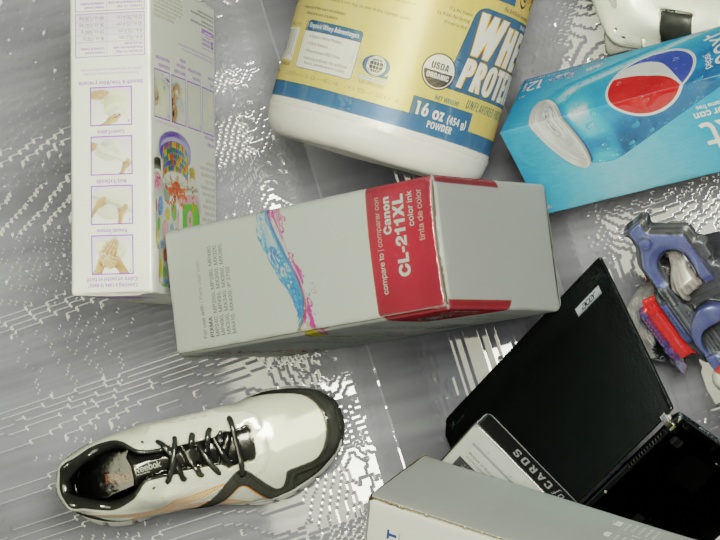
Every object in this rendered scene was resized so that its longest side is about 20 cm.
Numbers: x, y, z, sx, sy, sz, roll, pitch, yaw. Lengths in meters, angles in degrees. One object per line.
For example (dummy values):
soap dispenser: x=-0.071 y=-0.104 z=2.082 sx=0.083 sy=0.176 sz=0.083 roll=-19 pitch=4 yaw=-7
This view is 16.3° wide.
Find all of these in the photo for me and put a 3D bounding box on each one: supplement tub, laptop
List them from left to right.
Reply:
supplement tub: x=0.033 y=-0.165 z=1.591 sx=0.144 sy=0.145 sz=0.200 roll=16 pitch=92 yaw=14
laptop: x=0.170 y=0.128 z=1.576 sx=0.200 sy=0.103 sz=0.177 roll=34 pitch=125 yaw=-9

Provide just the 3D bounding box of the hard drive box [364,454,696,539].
hard drive box: x=0.101 y=0.217 z=1.507 sx=0.200 sy=0.077 sz=0.156 roll=16 pitch=115 yaw=24

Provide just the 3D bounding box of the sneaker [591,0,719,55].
sneaker: x=0.201 y=-0.161 z=1.595 sx=0.200 sy=0.074 sz=0.089 roll=37 pitch=110 yaw=15

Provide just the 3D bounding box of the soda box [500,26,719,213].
soda box: x=0.192 y=-0.098 z=1.551 sx=0.200 sy=0.064 sz=0.068 roll=-14 pitch=120 yaw=29

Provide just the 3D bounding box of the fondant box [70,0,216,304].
fondant box: x=-0.139 y=-0.080 z=1.629 sx=0.058 sy=0.144 sz=0.200 roll=-3 pitch=87 yaw=13

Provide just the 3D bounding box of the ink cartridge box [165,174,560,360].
ink cartridge box: x=0.000 y=0.000 z=1.564 sx=0.200 sy=0.146 sz=0.083 roll=-10 pitch=84 yaw=31

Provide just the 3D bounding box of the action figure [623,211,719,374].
action figure: x=0.257 y=0.018 z=1.574 sx=0.193 sy=0.105 sz=0.200 roll=-23 pitch=110 yaw=18

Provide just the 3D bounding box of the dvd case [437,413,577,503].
dvd case: x=0.073 y=0.206 z=1.581 sx=0.150 sy=0.025 sz=0.200 roll=45 pitch=123 yaw=9

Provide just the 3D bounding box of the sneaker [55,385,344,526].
sneaker: x=-0.106 y=0.126 z=1.646 sx=0.200 sy=0.080 sz=0.074 roll=-18 pitch=82 yaw=11

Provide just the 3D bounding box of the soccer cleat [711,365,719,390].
soccer cleat: x=0.297 y=0.110 z=1.526 sx=0.200 sy=0.069 sz=0.085 roll=19 pitch=101 yaw=-17
